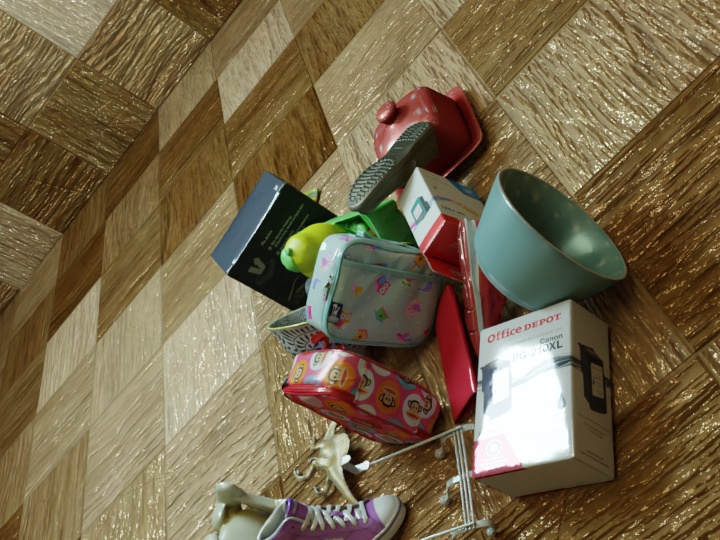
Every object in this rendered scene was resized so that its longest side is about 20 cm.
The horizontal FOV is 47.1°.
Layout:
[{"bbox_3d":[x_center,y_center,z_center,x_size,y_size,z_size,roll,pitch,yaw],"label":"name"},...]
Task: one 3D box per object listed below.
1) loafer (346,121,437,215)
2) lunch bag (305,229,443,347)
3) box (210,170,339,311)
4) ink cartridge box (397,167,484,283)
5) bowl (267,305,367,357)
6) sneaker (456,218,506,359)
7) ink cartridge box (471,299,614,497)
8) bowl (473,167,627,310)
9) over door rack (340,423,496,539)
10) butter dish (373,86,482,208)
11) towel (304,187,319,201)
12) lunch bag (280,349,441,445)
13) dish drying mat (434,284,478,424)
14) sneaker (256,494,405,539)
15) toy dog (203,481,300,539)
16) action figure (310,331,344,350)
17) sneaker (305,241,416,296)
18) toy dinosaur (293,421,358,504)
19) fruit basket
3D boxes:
[{"bbox_3d":[0.061,-0.155,1.323,0.200,0.067,0.076,-46,28,-15],"label":"loafer"},{"bbox_3d":[0.023,0.027,1.214,0.077,0.200,0.161,31,108,56],"label":"lunch bag"},{"bbox_3d":[-0.136,-0.047,1.542,0.197,0.200,0.117,-57,31,2],"label":"box"},{"bbox_3d":[0.140,-0.063,1.239,0.067,0.116,0.200,-58,29,26],"label":"ink cartridge box"},{"bbox_3d":[-0.043,0.103,1.354,0.201,0.094,0.201,-18,6,2],"label":"bowl"},{"bbox_3d":[0.201,0.023,1.130,0.078,0.115,0.200,-145,49,-88],"label":"sneaker"},{"bbox_3d":[0.217,0.153,0.985,0.145,0.084,0.200,-25,44,41],"label":"ink cartridge box"},{"bbox_3d":[0.221,-0.025,1.035,0.105,0.201,0.201,-51,31,28],"label":"bowl"},{"bbox_3d":[0.074,0.293,1.067,0.200,0.067,0.148,-20,45,18],"label":"over door rack"},{"bbox_3d":[0.089,-0.242,1.443,0.200,0.148,0.200,-42,36,24],"label":"butter dish"},{"bbox_3d":[-0.134,-0.081,1.744,0.086,0.018,0.200,-25,45,44],"label":"towel"},{"bbox_3d":[-0.006,0.179,1.166,0.176,0.200,0.082,-10,54,54],"label":"lunch bag"},{"bbox_3d":[0.135,0.115,1.176,0.200,0.018,0.077,-98,24,-45],"label":"dish drying mat"},{"bbox_3d":[-0.043,0.341,1.113,0.200,0.114,0.073,-29,24,-1],"label":"sneaker"},{"bbox_3d":[-0.191,0.449,1.240,0.194,0.139,0.200,124,165,-48],"label":"toy dog"},{"bbox_3d":[-0.052,0.173,1.289,0.052,0.200,0.065,-37,59,-24],"label":"action figure"},{"bbox_3d":[0.000,0.000,1.288,0.200,0.074,0.081,-20,25,-22],"label":"sneaker"},{"bbox_3d":[-0.048,0.298,1.259,0.101,0.058,0.200,-44,34,21],"label":"toy dinosaur"},{"bbox_3d":[-0.033,-0.026,1.387,0.216,0.156,0.216,-29,16,9],"label":"fruit basket"}]
